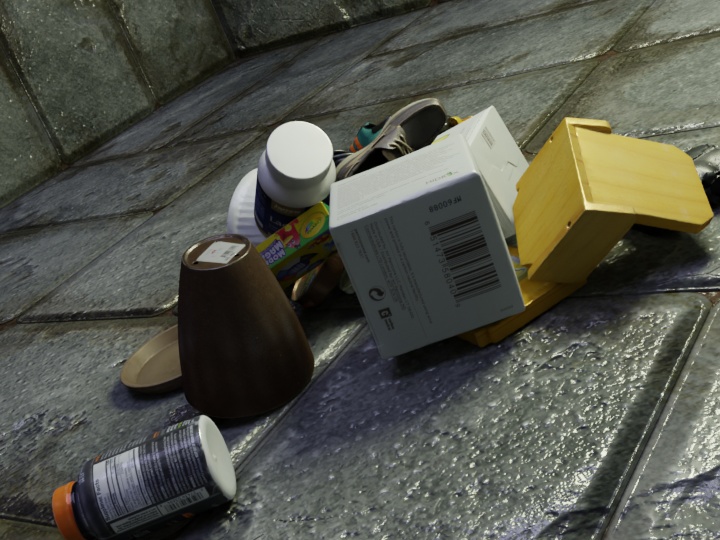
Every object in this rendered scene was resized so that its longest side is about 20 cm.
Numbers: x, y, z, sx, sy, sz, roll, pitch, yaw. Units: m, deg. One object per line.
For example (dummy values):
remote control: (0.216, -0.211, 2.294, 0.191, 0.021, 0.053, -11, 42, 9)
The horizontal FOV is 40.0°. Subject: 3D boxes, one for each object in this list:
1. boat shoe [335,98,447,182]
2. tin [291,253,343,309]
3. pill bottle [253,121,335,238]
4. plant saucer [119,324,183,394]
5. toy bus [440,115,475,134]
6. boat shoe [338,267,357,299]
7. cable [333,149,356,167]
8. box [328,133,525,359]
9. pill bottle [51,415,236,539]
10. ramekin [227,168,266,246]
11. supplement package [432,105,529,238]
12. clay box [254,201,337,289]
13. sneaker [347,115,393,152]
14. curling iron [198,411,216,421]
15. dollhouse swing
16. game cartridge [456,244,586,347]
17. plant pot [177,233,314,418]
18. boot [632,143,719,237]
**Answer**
boat shoe: (0.049, -0.168, 1.437, 0.200, 0.074, 0.073, -41, 24, 10)
tin: (-0.049, -0.029, 1.566, 0.112, 0.042, 0.201, -25, 37, 58)
pill bottle: (-0.097, -0.125, 1.453, 0.115, 0.116, 0.200, -31, -17, -20)
plant saucer: (-0.281, 0.133, 1.551, 0.199, 0.030, 0.200, -20, 22, 8)
toy bus: (0.135, -0.210, 1.808, 0.199, 0.137, 0.192, -13, 11, 29)
boat shoe: (0.000, 0.000, 1.541, 0.072, 0.060, 0.201, -56, 15, 13)
cable: (-0.041, -0.171, 1.674, 0.200, 0.162, 0.051, 144, 141, -70)
box: (0.081, -0.034, 1.270, 0.199, 0.200, 0.172, -19, 23, 8)
pill bottle: (-0.254, 0.252, 1.152, 0.199, 0.107, 0.106, -22, 22, 3)
ramekin: (-0.122, -0.071, 1.643, 0.097, 0.202, 0.201, 2, 32, 33)
supplement package: (0.134, -0.115, 1.490, 0.199, 0.148, 0.191, -26, 16, 29)
clay box: (-0.109, -0.018, 1.450, 0.199, 0.048, 0.115, -35, -17, 10)
sneaker: (0.016, -0.210, 1.731, 0.071, 0.081, 0.200, 12, -17, -29)
curling iron: (-0.197, 0.191, 1.338, 0.049, 0.026, 0.200, -7, 27, 28)
dollhouse swing: (0.326, -0.078, 1.304, 0.182, 0.175, 0.201, -57, 21, 37)
game cartridge: (0.178, 0.027, 1.339, 0.176, 0.033, 0.200, -31, 22, -18)
plant pot: (-0.169, 0.060, 1.328, 0.185, 0.201, 0.187, -7, 30, 4)
boot: (0.422, -0.126, 1.392, 0.162, 0.074, 0.198, -32, 31, -14)
